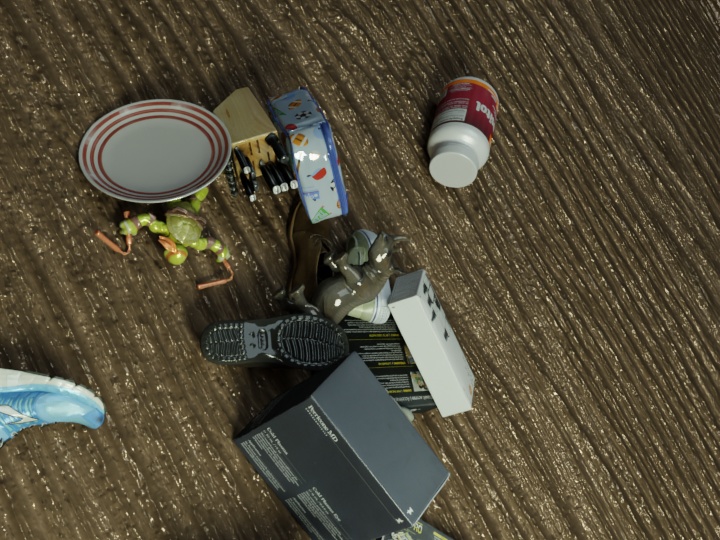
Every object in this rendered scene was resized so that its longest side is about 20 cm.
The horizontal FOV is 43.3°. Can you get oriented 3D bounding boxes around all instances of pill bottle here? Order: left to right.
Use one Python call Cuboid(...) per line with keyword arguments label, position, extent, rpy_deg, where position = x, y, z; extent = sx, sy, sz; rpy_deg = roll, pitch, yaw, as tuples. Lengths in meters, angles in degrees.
Cuboid(label="pill bottle", position=(0.184, -0.249, 1.646), extent=(0.113, 0.113, 0.200), rpy_deg=(34, 49, -21))

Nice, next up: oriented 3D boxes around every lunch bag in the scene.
Cuboid(label="lunch bag", position=(-0.075, -0.168, 1.323), extent=(0.200, 0.075, 0.161), rpy_deg=(-113, -174, -54))

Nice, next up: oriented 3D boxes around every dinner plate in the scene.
Cuboid(label="dinner plate", position=(-0.271, -0.157, 1.207), extent=(0.199, 0.024, 0.201), rpy_deg=(2, 51, -2))

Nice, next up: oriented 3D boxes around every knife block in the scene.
Cuboid(label="knife block", position=(-0.142, -0.179, 1.287), extent=(0.200, 0.175, 0.064), rpy_deg=(-56, 150, -44))

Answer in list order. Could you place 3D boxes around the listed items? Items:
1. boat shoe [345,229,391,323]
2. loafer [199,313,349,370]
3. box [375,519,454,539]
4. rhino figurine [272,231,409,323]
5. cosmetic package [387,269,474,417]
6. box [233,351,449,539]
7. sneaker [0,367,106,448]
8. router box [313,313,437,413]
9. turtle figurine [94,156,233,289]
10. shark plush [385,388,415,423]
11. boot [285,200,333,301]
Cuboid(label="boat shoe", position=(0.000, 0.000, 1.345), extent=(0.062, 0.072, 0.200), rpy_deg=(11, 32, -18))
Cuboid(label="loafer", position=(-0.114, 0.094, 1.193), extent=(0.199, 0.071, 0.073), rpy_deg=(6, 80, -18))
Cuboid(label="box", position=(0.085, 0.429, 1.218), extent=(0.200, 0.049, 0.162), rpy_deg=(35, 50, -20))
Cuboid(label="rhino figurine", position=(-0.015, 0.013, 1.240), extent=(0.088, 0.200, 0.060), rpy_deg=(56, -3, -22))
Cuboid(label="cosmetic package", position=(0.106, 0.106, 1.313), extent=(0.200, 0.051, 0.083), rpy_deg=(63, 24, -21))
Cuboid(label="box", position=(-0.025, 0.234, 1.139), extent=(0.200, 0.182, 0.104), rpy_deg=(53, 44, -4))
Cuboid(label="sneaker", position=(-0.376, 0.153, 0.979), extent=(0.200, 0.078, 0.090), rpy_deg=(15, 76, -30))
Cuboid(label="router box", position=(0.022, 0.137, 1.328), extent=(0.200, 0.051, 0.150), rpy_deg=(3, 66, -39))
Cuboid(label="turtle figurine", position=(-0.248, -0.072, 1.206), extent=(0.200, 0.064, 0.162), rpy_deg=(18, 55, -31))
Cuboid(label="shark plush", position=(0.015, 0.209, 1.223), extent=(0.200, 0.083, 0.091), rpy_deg=(49, 11, -42))
Cuboid(label="boot", position=(-0.063, -0.032, 1.337), extent=(0.073, 0.075, 0.201), rpy_deg=(21, 53, -28))
